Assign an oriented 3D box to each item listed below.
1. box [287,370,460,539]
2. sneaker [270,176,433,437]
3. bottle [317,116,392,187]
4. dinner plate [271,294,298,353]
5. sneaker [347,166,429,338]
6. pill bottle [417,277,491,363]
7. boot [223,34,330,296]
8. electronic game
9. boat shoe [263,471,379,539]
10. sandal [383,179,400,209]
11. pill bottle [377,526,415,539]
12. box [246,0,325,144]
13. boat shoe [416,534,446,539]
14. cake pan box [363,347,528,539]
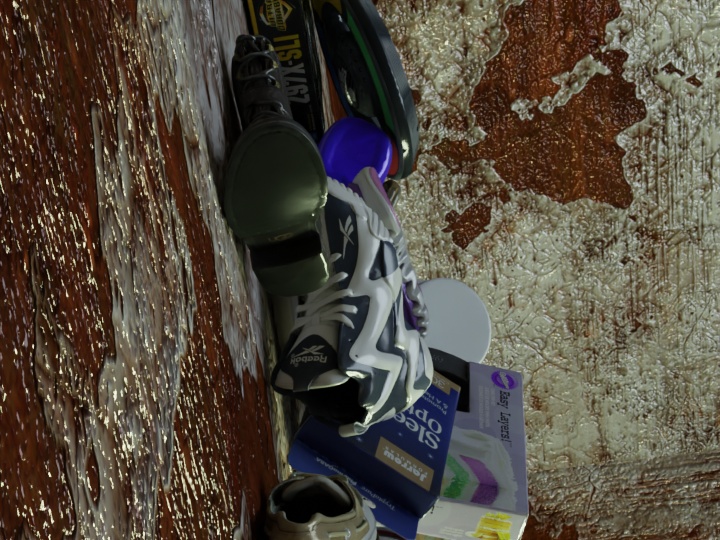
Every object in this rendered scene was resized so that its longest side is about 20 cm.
[{"bbox_3d":[0.015,0.121,1.374,0.032,0.121,0.200,-52,-171,29],"label":"box"},{"bbox_3d":[-0.026,0.034,1.293,0.130,0.079,0.200,-42,117,-54],"label":"sneaker"},{"bbox_3d":[-0.023,-0.060,1.553,0.200,0.065,0.084,115,1,-63],"label":"bottle"},{"bbox_3d":[-0.057,0.012,1.433,0.200,0.024,0.201,-8,90,-88],"label":"dinner plate"},{"bbox_3d":[0.000,0.000,1.469,0.201,0.088,0.081,68,-3,-49],"label":"sneaker"},{"bbox_3d":[0.043,0.072,1.703,0.200,0.114,0.115,154,-69,-65],"label":"pill bottle"},{"bbox_3d":[-0.067,-0.095,1.199,0.200,0.069,0.175,86,-7,-58],"label":"boot"},{"bbox_3d":[0.001,-0.175,1.545,0.200,0.041,0.201,157,-90,-80],"label":"electronic game"},{"bbox_3d":[-0.025,0.170,1.159,0.200,0.074,0.069,-78,167,-79],"label":"boat shoe"},{"bbox_3d":[0.004,0.010,1.642,0.080,0.054,0.201,-135,-117,-74],"label":"sandal"},{"bbox_3d":[0.008,0.263,1.240,0.200,0.110,0.111,-81,164,-82],"label":"pill bottle"},{"bbox_3d":[-0.068,-0.221,1.550,0.160,0.049,0.201,-98,179,-45],"label":"box"},{"bbox_3d":[0.053,0.259,1.599,0.076,0.072,0.200,56,12,10],"label":"boat shoe"},{"bbox_3d":[0.050,0.142,1.476,0.200,0.183,0.053,-83,-172,-55],"label":"cake pan box"}]
